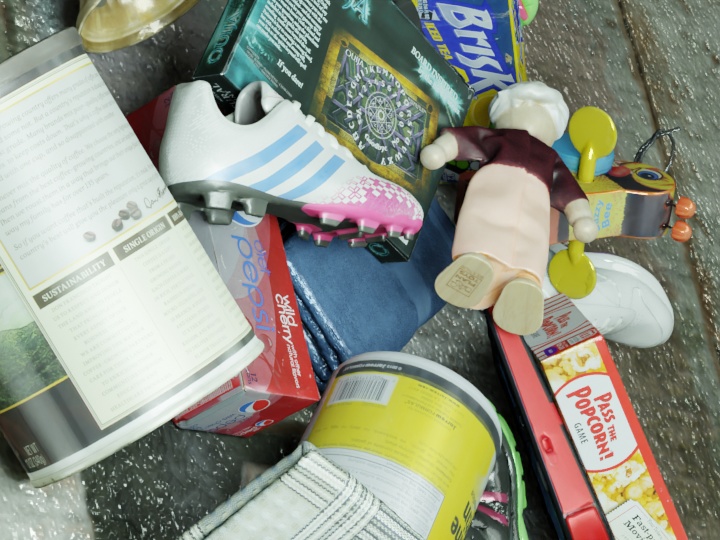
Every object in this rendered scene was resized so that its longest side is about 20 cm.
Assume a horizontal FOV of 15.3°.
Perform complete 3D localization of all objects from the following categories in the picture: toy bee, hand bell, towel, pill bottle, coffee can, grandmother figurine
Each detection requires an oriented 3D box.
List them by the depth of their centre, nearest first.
[{"bbox_3d":[-0.036,0.206,1.400,0.193,0.200,0.035,43,17,-26],"label":"towel"},{"bbox_3d":[-0.163,-0.007,1.418,0.200,0.146,0.146,59,33,-4],"label":"coffee can"},{"bbox_3d":[0.000,0.153,1.541,0.112,0.112,0.200,44,52,-25],"label":"pill bottle"},{"bbox_3d":[-0.180,-0.244,1.645,0.104,0.104,0.200,-12,64,-56],"label":"hand bell"},{"bbox_3d":[0.093,-0.052,1.696,0.121,0.061,0.200,33,41,-13],"label":"grandmother figurine"},{"bbox_3d":[0.000,0.000,1.725,0.112,0.049,0.200,58,32,-7],"label":"towel"},{"bbox_3d":[0.168,-0.054,1.805,0.200,0.109,0.131,-33,130,-23],"label":"toy bee"}]

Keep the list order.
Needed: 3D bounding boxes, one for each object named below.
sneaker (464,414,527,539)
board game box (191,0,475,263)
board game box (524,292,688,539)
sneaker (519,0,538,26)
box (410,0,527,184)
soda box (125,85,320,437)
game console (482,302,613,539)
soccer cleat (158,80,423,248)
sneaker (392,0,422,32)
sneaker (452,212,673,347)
[{"bbox_3d":[0.056,0.150,1.656,0.084,0.077,0.200,9,57,-49],"label":"sneaker"},{"bbox_3d":[-0.012,-0.115,1.663,0.200,0.028,0.135,45,56,-38],"label":"board game box"},{"bbox_3d":[0.163,0.125,1.766,0.152,0.046,0.200,-116,-177,-78],"label":"board game box"},{"bbox_3d":[0.056,-0.259,1.983,0.200,0.077,0.084,53,17,-19],"label":"sneaker"},{"bbox_3d":[0.076,-0.150,1.826,0.200,0.070,0.064,79,10,-48],"label":"box"},{"bbox_3d":[-0.088,-0.005,1.595,0.070,0.063,0.200,12,58,-49],"label":"soda box"},{"bbox_3d":[0.118,0.117,1.733,0.200,0.031,0.177,71,-5,-77],"label":"game console"},{"bbox_3d":[-0.035,-0.065,1.577,0.200,0.070,0.086,11,76,-46],"label":"soccer cleat"},{"bbox_3d":[-0.042,-0.107,1.725,0.200,0.098,0.071,-54,127,-32],"label":"sneaker"},{"bbox_3d":[0.139,0.026,1.886,0.200,0.075,0.100,25,54,-31],"label":"sneaker"}]
